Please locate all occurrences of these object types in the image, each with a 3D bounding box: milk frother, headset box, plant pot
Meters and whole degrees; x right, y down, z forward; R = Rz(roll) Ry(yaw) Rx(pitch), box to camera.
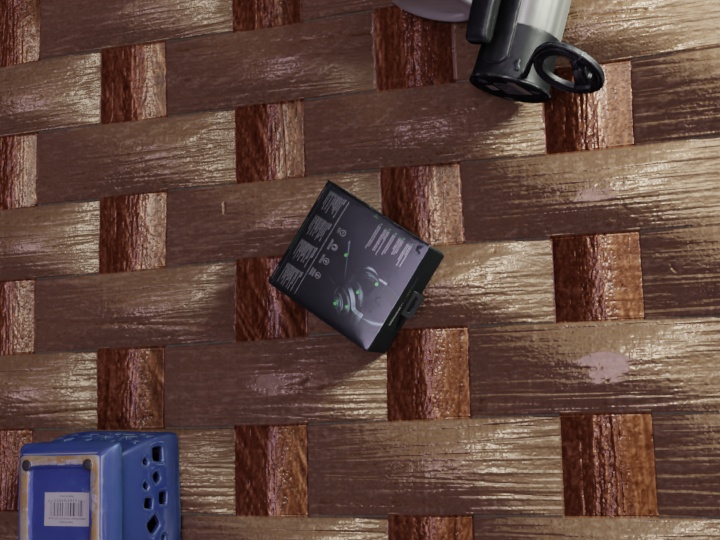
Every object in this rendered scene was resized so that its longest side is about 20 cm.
[{"bbox_3d":[0.254,-0.334,1.346,0.198,0.180,0.191,14,89,23],"label":"milk frother"},{"bbox_3d":[0.000,0.000,1.442,0.199,0.093,0.175,32,94,19],"label":"headset box"},{"bbox_3d":[-0.396,0.343,1.494,0.197,0.180,0.203,-4,81,19],"label":"plant pot"}]

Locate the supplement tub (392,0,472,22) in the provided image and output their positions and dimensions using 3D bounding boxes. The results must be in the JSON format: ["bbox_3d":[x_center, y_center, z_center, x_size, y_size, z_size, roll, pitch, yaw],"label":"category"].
[{"bbox_3d":[0.124,-0.474,1.428,0.143,0.145,0.203,11,87,20],"label":"supplement tub"}]
